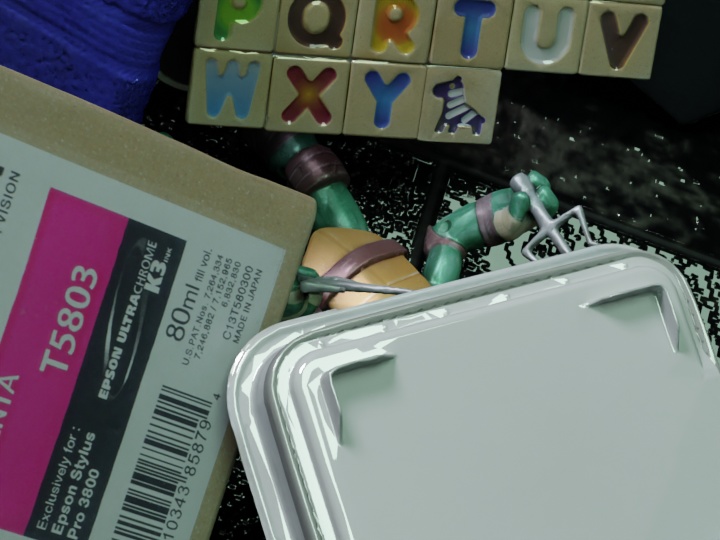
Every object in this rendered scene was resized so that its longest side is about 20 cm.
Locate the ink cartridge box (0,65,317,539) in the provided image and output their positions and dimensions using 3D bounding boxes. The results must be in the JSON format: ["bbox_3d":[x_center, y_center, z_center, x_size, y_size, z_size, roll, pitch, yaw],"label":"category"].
[{"bbox_3d":[-0.125,0.037,0.981,0.164,0.075,0.201,21,83,-35],"label":"ink cartridge box"}]

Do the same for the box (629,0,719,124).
[{"bbox_3d":[0.146,-0.213,1.208,0.200,0.124,0.197,37,49,-28],"label":"box"}]

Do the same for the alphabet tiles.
[{"bbox_3d":[0.034,-0.133,1.083,0.199,0.168,0.008,3,21,-13],"label":"alphabet tiles"}]

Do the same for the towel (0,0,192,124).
[{"bbox_3d":[-0.139,-0.119,1.077,0.147,0.200,0.050,30,35,8],"label":"towel"}]

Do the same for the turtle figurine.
[{"bbox_3d":[0.000,0.000,1.104,0.200,0.101,0.150,39,42,26],"label":"turtle figurine"}]

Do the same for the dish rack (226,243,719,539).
[{"bbox_3d":[0.063,0.080,0.987,0.199,0.044,0.172,-14,78,-22],"label":"dish rack"}]

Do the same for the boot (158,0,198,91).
[{"bbox_3d":[-0.054,-0.197,1.132,0.072,0.200,0.144,12,34,-7],"label":"boot"}]
